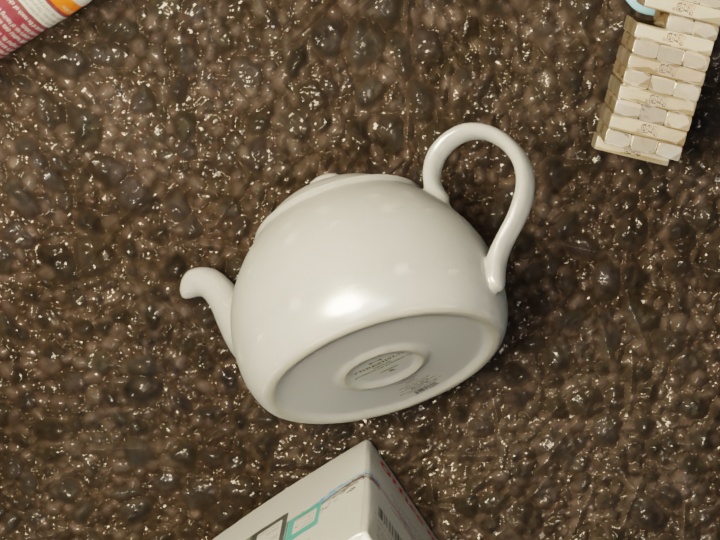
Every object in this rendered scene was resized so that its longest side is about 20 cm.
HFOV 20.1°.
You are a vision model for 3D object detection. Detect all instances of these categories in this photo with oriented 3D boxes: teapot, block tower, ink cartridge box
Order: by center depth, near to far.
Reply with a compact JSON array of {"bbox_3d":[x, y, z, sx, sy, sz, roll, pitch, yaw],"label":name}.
[{"bbox_3d":[0.205,-0.168,1.320,0.053,0.058,0.202,14,103,-3],"label":"block tower"},{"bbox_3d":[0.000,0.000,1.345,0.198,0.198,0.147,-6,64,-20],"label":"teapot"},{"bbox_3d":[-0.015,0.236,1.363,0.145,0.200,0.147,-33,99,8],"label":"ink cartridge box"}]

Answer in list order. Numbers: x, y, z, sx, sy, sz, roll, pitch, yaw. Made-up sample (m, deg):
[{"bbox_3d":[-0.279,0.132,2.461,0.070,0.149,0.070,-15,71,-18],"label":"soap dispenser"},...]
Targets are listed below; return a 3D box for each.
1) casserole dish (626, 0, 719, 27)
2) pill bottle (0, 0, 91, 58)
[{"bbox_3d":[0.252,-0.246,1.352,0.199,0.039,0.122,-36,99,6],"label":"casserole dish"},{"bbox_3d":[-0.283,-0.176,1.325,0.199,0.114,0.115,-31,100,5],"label":"pill bottle"}]
